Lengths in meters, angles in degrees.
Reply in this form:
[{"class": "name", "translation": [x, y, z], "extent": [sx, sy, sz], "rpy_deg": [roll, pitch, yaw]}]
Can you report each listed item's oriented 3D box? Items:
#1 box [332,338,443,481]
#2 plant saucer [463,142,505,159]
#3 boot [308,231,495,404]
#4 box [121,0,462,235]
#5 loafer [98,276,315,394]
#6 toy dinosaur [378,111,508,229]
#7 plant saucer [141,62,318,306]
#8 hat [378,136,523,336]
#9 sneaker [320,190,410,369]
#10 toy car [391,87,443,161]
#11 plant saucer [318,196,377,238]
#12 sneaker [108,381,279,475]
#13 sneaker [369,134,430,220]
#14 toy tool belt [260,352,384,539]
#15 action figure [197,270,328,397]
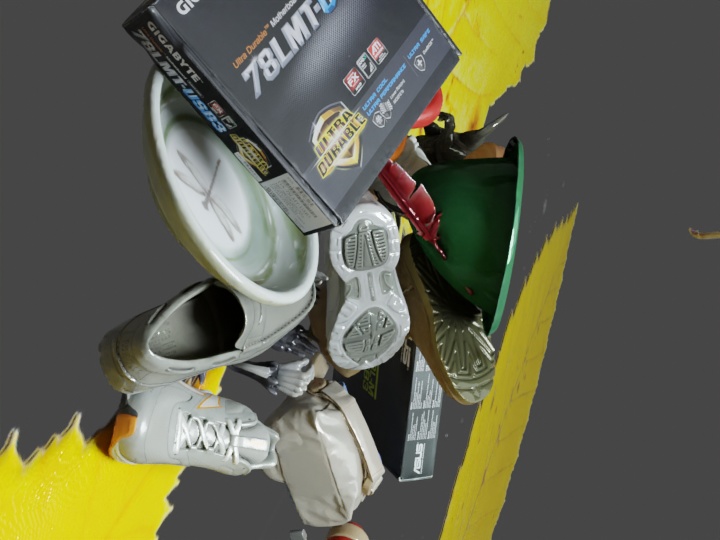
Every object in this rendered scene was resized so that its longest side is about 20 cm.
[{"class": "box", "translation": [0.029, 0.094, 1.282], "extent": [0.193, 0.047, 0.203], "rpy_deg": [-140, -127, -62]}, {"class": "plant saucer", "translation": [0.103, -0.043, 1.278], "extent": [0.200, 0.032, 0.203], "rpy_deg": [-160, -91, -80]}, {"class": "boot", "translation": [0.035, 0.066, 1.158], "extent": [0.065, 0.200, 0.177], "rpy_deg": [-8, 74, -35]}, {"class": "box", "translation": [-0.039, -0.165, 0.855], "extent": [0.199, 0.049, 0.201], "rpy_deg": [50, 56, -22]}, {"class": "loafer", "translation": [-0.099, 0.038, 0.879], "extent": [0.199, 0.069, 0.071], "rpy_deg": [-27, 94, -44]}, {"class": "toy dinosaur", "translation": [0.081, -0.136, 1.364], "extent": [0.102, 0.199, 0.078], "rpy_deg": [46, 18, -47]}, {"class": "plant saucer", "translation": [-0.104, -0.062, 0.865], "extent": [0.200, 0.050, 0.202], "rpy_deg": [47, 30, -39]}, {"class": "hat", "translation": [0.044, -0.051, 1.033], "extent": [0.166, 0.173, 0.203], "rpy_deg": [-85, -177, -65]}, {"class": "sneaker", "translation": [0.000, 0.000, 1.080], "extent": [0.100, 0.077, 0.202], "rpy_deg": [-107, -165, -50]}, {"class": "toy car", "translation": [0.000, -0.179, 1.007], "extent": [0.175, 0.148, 0.202], "rpy_deg": [-52, 145, -43]}, {"class": "plant saucer", "translation": [-0.017, -0.119, 1.209], "extent": [0.200, 0.035, 0.203], "rpy_deg": [11, 90, -72]}, {"class": "sneaker", "translation": [-0.122, 0.124, 0.934], "extent": [0.200, 0.091, 0.077], "rpy_deg": [25, 78, -71]}, {"class": "sneaker", "translation": [0.045, -0.082, 1.165], "extent": [0.074, 0.080, 0.200], "rpy_deg": [-42, -176, 9]}, {"class": "toy tool belt", "translation": [-0.026, 0.196, 1.224], "extent": [0.123, 0.123, 0.202], "rpy_deg": [-63, 138, -55]}, {"class": "action figure", "translation": [-0.079, 0.038, 1.006], "extent": [0.200, 0.101, 0.121], "rpy_deg": [-13, 114, -75]}]
